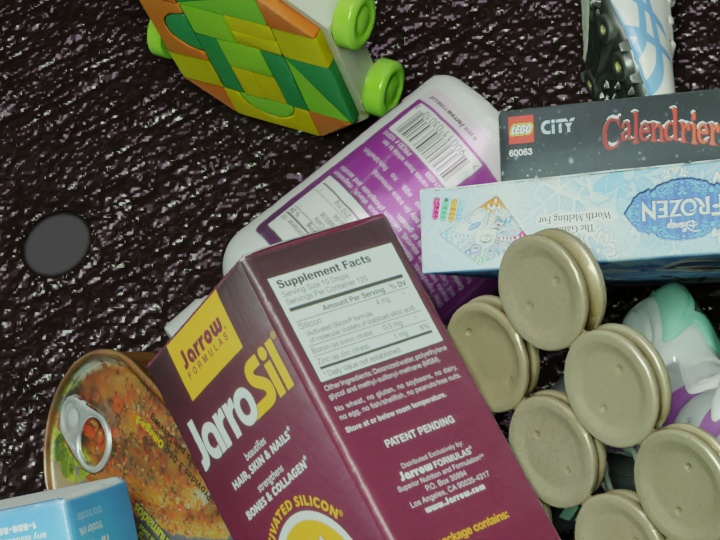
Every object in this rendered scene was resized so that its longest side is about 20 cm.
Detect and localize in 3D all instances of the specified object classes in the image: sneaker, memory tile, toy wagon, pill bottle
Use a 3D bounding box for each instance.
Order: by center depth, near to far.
[{"bbox_3d":[0.076,0.091,0.807,0.017,0.200,0.154,-18,63,-39],"label":"memory tile"},{"bbox_3d":[0.126,0.095,0.829,0.139,0.078,0.200,-36,19,5],"label":"sneaker"},{"bbox_3d":[0.000,0.000,0.963,0.200,0.112,0.112,-39,60,-7],"label":"pill bottle"},{"bbox_3d":[-0.064,-0.143,1.004,0.154,0.200,0.040,17,70,22],"label":"toy wagon"},{"bbox_3d":[0.153,-0.155,1.032,0.072,0.072,0.202,-5,66,-10],"label":"sneaker"}]

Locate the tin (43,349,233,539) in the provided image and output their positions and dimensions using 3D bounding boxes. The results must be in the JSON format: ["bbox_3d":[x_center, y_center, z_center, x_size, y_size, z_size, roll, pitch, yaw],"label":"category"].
[{"bbox_3d":[-0.094,0.119,0.924,0.200,0.042,0.113,40,113,41],"label":"tin"}]

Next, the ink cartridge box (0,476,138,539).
[{"bbox_3d":[-0.168,0.212,0.861,0.143,0.085,0.202,-12,89,11],"label":"ink cartridge box"}]

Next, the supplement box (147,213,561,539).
[{"bbox_3d":[0.001,0.093,0.815,0.085,0.110,0.201,-17,71,-38],"label":"supplement box"}]

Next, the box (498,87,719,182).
[{"bbox_3d":[0.182,-0.061,0.883,0.198,0.136,0.038,-4,88,27],"label":"box"}]

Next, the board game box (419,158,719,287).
[{"bbox_3d":[0.162,-0.020,0.851,0.198,0.199,0.044,-3,86,35],"label":"board game box"}]
